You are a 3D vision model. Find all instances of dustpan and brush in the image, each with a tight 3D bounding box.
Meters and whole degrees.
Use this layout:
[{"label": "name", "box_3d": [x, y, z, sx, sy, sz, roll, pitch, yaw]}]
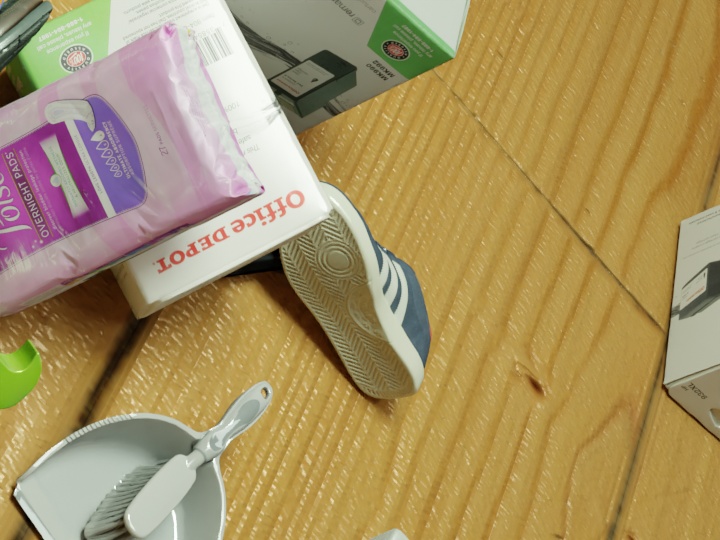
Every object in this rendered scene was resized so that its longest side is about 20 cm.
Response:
[{"label": "dustpan and brush", "box_3d": [-0.122, 0.135, 1.430, 0.140, 0.057, 0.200, 56, 39, -11]}]

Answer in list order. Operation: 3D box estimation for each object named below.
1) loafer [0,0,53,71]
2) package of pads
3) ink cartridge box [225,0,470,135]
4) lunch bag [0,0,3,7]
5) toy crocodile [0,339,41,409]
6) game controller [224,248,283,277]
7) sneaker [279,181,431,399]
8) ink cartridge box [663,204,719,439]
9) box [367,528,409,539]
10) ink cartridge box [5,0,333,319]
[{"label": "loafer", "box_3d": [-0.276, -0.121, 1.348, 0.063, 0.072, 0.200, 44, 65, -4]}, {"label": "package of pads", "box_3d": [-0.171, -0.062, 1.364, 0.121, 0.199, 0.076, 66, 15, 2]}, {"label": "ink cartridge box", "box_3d": [-0.040, -0.190, 1.591, 0.146, 0.199, 0.085, 37, 48, -30]}, {"label": "lunch bag", "box_3d": [-0.292, -0.232, 1.365, 0.076, 0.159, 0.201, 80, 14, -49]}, {"label": "toy crocodile", "box_3d": [-0.274, 0.012, 1.299, 0.200, 0.062, 0.067, 48, -4, -21]}, {"label": "game controller", "box_3d": [-0.101, -0.046, 1.580, 0.199, 0.042, 0.105, -7, 62, -51]}, {"label": "sneaker", "box_3d": [0.000, 0.000, 1.616, 0.085, 0.074, 0.201, -66, 144, -44]}, {"label": "ink cartridge box", "box_3d": [0.364, 0.055, 2.020, 0.145, 0.083, 0.201, 39, 45, -30]}, {"label": "box", "box_3d": [-0.011, 0.297, 1.359, 0.200, 0.198, 0.131, 51, 39, -17]}, {"label": "ink cartridge box", "box_3d": [-0.131, -0.089, 1.462, 0.145, 0.084, 0.201, -27, 88, -15]}]
